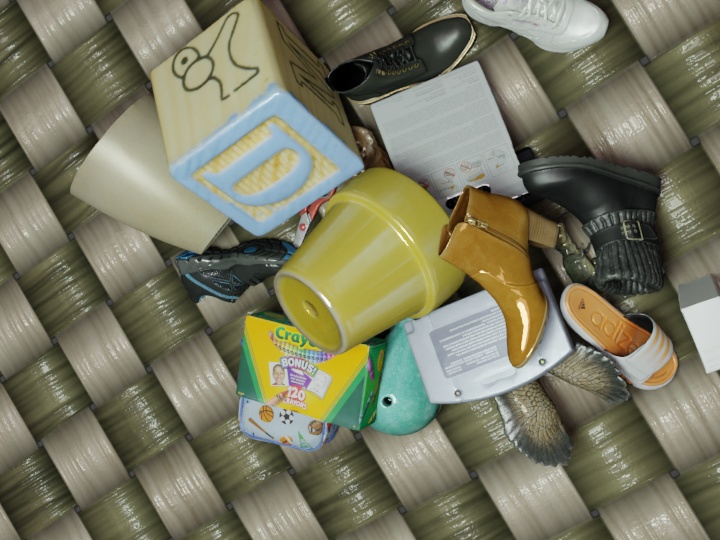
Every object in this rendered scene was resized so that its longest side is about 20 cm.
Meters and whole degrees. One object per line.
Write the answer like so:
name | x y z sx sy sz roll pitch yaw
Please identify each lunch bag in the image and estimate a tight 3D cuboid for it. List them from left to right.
lunch bag | -0.104 0.159 1.441 0.160 0.076 0.200 11 99 20

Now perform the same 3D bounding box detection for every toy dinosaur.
toy dinosaur | 0.325 0.012 1.314 0.088 0.047 0.200 -24 94 21

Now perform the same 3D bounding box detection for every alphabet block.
alphabet block | -0.141 -0.202 1.303 0.195 0.196 0.200 -31 51 17

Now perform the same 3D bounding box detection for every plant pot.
plant pot | -0.281 -0.122 1.415 0.200 0.187 0.187 38 106 -4
plant pot | 0.000 0.000 1.237 0.189 0.201 0.201 -38 84 -26

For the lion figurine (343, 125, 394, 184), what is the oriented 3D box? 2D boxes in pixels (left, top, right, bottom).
lion figurine | 0.045 -0.114 1.373 0.200 0.072 0.123 25 96 -2

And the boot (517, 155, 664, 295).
boot | 0.295 -0.056 1.235 0.211 0.079 0.158 9 78 -14

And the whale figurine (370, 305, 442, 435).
whale figurine | 0.058 0.137 1.373 0.159 0.104 0.200 17 103 14

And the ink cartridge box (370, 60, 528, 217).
ink cartridge box | 0.122 -0.162 1.310 0.162 0.050 0.200 -21 77 7

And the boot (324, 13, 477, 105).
boot | 0.055 -0.281 1.304 0.200 0.138 0.078 -31 87 16

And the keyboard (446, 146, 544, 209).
keyboard | 0.151 -0.105 1.322 0.200 0.040 0.104 -27 90 0

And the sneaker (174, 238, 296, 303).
sneaker | -0.177 0.002 1.453 0.200 0.073 0.082 -4 111 23

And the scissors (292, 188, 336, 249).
scissors | -0.075 -0.074 1.433 0.073 0.014 0.200 9 98 14

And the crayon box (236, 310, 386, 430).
crayon box | -0.069 0.135 1.347 0.200 0.058 0.119 12 99 25

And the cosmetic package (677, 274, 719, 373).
cosmetic package | 0.432 0.061 1.204 0.051 0.200 0.083 -24 90 19

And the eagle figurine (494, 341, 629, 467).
eagle figurine | 0.239 0.137 1.300 0.151 0.200 0.152 -16 133 -19

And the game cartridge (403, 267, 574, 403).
game cartridge | 0.167 0.094 1.259 0.200 0.041 0.133 -23 74 17

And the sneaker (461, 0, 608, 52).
sneaker | 0.222 -0.335 1.269 0.200 0.100 0.075 16 99 12

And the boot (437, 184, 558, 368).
boot | 0.157 0.007 1.180 0.144 0.071 0.202 16 79 -19

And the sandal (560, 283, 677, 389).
sandal | 0.346 0.087 1.258 0.207 0.059 0.079 34 69 -19
